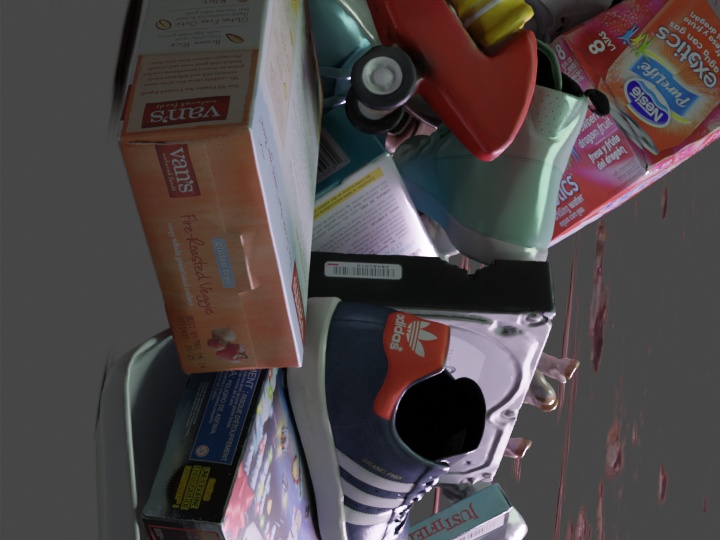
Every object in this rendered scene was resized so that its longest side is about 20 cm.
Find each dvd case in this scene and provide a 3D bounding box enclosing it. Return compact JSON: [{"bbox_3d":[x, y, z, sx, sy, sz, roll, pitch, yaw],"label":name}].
[{"bbox_3d":[0.022,0.192,0.938,0.022,0.146,0.200,62,-7,18],"label":"dvd case"}]

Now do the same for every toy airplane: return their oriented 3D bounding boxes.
[{"bbox_3d":[0.037,-0.178,0.749,0.200,0.141,0.199,-112,-173,-50],"label":"toy airplane"}]

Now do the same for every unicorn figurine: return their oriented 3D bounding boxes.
[{"bbox_3d":[0.075,0.044,1.006,0.074,0.137,0.200,-43,163,-47],"label":"unicorn figurine"}]

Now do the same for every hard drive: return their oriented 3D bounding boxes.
[{"bbox_3d":[0.022,0.061,0.847,0.200,0.140,0.038,101,-10,-57],"label":"hard drive"}]

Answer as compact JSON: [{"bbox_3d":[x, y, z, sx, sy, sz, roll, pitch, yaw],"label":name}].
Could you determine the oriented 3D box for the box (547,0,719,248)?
[{"bbox_3d":[0.145,-0.089,0.937,0.096,0.100,0.200,58,-21,4],"label":"box"}]

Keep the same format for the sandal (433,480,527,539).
[{"bbox_3d":[0.043,0.095,1.004,0.050,0.203,0.082,-42,-173,-14],"label":"sandal"}]

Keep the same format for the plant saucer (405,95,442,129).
[{"bbox_3d":[0.050,-0.186,1.040,0.200,0.032,0.200,11,74,-43],"label":"plant saucer"}]

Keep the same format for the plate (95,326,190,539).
[{"bbox_3d":[-0.084,0.110,0.741,0.200,0.032,0.200,-41,134,-70],"label":"plate"}]

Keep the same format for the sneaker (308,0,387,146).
[{"bbox_3d":[-0.019,-0.070,0.872,0.082,0.074,0.200,-74,161,-50],"label":"sneaker"}]

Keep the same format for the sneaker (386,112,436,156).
[{"bbox_3d":[0.035,-0.166,1.074,0.076,0.070,0.200,33,59,-66],"label":"sneaker"}]

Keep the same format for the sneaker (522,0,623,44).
[{"bbox_3d":[0.063,-0.202,0.932,0.115,0.200,0.075,-39,156,-34],"label":"sneaker"}]

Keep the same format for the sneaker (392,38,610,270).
[{"bbox_3d":[0.078,-0.079,0.873,0.200,0.074,0.118,-130,-123,-69],"label":"sneaker"}]

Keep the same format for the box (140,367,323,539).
[{"bbox_3d":[-0.047,0.118,0.745,0.200,0.040,0.137,78,21,-48],"label":"box"}]

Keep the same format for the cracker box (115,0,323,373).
[{"bbox_3d":[-0.056,-0.070,0.688,0.200,0.058,0.134,-88,172,-47],"label":"cracker box"}]

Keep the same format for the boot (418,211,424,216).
[{"bbox_3d":[0.021,0.030,1.076,0.200,0.074,0.155,-18,118,-69],"label":"boot"}]

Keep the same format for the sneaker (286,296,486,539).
[{"bbox_3d":[0.022,0.091,0.759,0.200,0.084,0.075,76,21,-52],"label":"sneaker"}]

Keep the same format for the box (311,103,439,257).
[{"bbox_3d":[0.000,0.000,0.864,0.049,0.082,0.200,53,-5,37],"label":"box"}]
